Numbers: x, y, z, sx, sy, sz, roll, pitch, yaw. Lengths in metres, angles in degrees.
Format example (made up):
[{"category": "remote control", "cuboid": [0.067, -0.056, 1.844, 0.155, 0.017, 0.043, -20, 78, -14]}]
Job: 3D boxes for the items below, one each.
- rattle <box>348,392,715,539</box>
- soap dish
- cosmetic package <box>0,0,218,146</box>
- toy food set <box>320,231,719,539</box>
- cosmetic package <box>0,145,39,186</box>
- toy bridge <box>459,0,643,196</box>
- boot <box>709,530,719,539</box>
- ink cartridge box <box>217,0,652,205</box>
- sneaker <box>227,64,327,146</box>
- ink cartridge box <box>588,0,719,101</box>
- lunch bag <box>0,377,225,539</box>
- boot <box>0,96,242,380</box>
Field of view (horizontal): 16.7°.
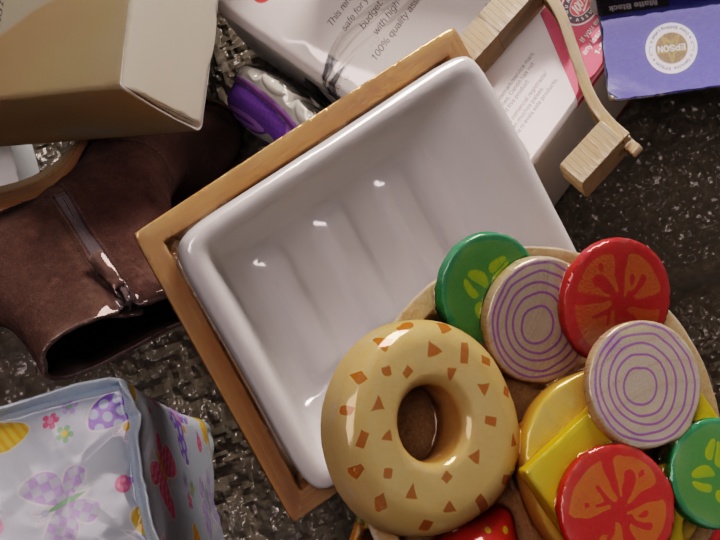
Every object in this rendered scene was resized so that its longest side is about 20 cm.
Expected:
[{"category": "rattle", "cuboid": [0.081, 0.132, 1.249, 0.198, 0.130, 0.144, 2, 87, -13]}, {"category": "soap dish", "cuboid": [0.000, 0.000, 1.193, 0.199, 0.081, 0.158, -34, 103, -23]}, {"category": "cosmetic package", "cuboid": [-0.174, -0.124, 1.288, 0.199, 0.071, 0.106, -4, 73, 34]}, {"category": "toy food set", "cuboid": [0.089, 0.080, 1.151, 0.198, 0.049, 0.200, -40, 98, -21]}, {"category": "cosmetic package", "cuboid": [-0.279, -0.033, 1.386, 0.199, 0.052, 0.152, -20, 74, 8]}, {"category": "toy bridge", "cuboid": [0.068, -0.122, 1.245, 0.200, 0.027, 0.067, 42, 87, 18]}, {"category": "boot", "cuboid": [0.136, 0.170, 1.204, 0.143, 0.072, 0.201, 17, 83, 0]}, {"category": "ink cartridge box", "cuboid": [0.046, -0.135, 1.313, 0.199, 0.084, 0.145, 36, 87, 18]}, {"category": "sneaker", "cuboid": [-0.020, -0.022, 1.304, 0.083, 0.081, 0.201, -35, 74, 10]}, {"category": "ink cartridge box", "cuboid": [0.206, -0.197, 1.228, 0.198, 0.041, 0.202, -8, 77, 9]}, {"category": "lunch bag", "cuboid": [-0.179, 0.139, 1.257, 0.198, 0.170, 0.128, -11, 77, 8]}, {"category": "boot", "cuboid": [-0.115, -0.015, 1.273, 0.199, 0.073, 0.166, -24, 36, -25]}]
